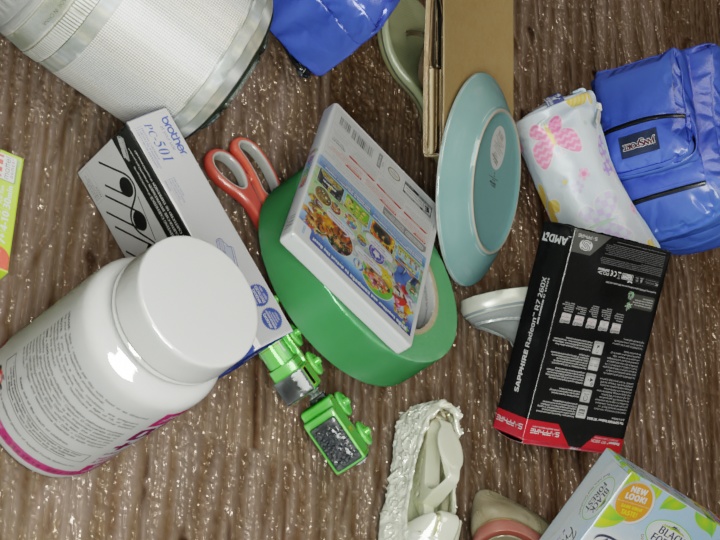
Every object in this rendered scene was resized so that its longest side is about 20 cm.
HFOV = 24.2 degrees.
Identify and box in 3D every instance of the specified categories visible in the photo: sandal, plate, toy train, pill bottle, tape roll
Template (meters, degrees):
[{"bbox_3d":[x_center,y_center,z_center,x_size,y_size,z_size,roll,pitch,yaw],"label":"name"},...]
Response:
[{"bbox_3d":[0.082,-0.184,1.645,0.080,0.057,0.201,-21,83,-43],"label":"sandal"},{"bbox_3d":[0.117,-0.083,1.557,0.200,0.026,0.201,6,90,-66],"label":"plate"},{"bbox_3d":[-0.057,0.078,1.358,0.200,0.042,0.056,55,12,-2],"label":"toy train"},{"bbox_3d":[-0.166,0.060,1.157,0.113,0.200,0.114,22,53,-32],"label":"pill bottle"},{"bbox_3d":[0.000,0.000,1.436,0.200,0.048,0.201,36,36,-32],"label":"tape roll"}]

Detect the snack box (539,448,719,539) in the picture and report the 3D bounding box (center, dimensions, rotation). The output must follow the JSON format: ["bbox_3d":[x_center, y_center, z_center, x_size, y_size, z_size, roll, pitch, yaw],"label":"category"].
[{"bbox_3d":[0.205,0.266,1.394,0.142,0.200,0.053,32,7,-26],"label":"snack box"}]

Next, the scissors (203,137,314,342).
[{"bbox_3d":[-0.068,-0.030,1.422,0.073,0.014,0.200,-12,65,-52],"label":"scissors"}]

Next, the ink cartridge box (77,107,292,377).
[{"bbox_3d":[-0.138,-0.017,1.307,0.044,0.094,0.200,-27,86,-40],"label":"ink cartridge box"}]

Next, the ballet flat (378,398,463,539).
[{"bbox_3d":[0.055,0.193,1.387,0.072,0.072,0.200,25,51,-30],"label":"ballet flat"}]

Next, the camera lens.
[{"bbox_3d":[-0.182,-0.210,1.337,0.200,0.160,0.160,35,46,-23],"label":"camera lens"}]

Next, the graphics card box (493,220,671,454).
[{"bbox_3d":[0.203,0.063,1.536,0.125,0.051,0.200,11,95,-33],"label":"graphics card box"}]

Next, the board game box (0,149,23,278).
[{"bbox_3d":[-0.342,-0.065,1.183,0.200,0.048,0.102,23,52,-32],"label":"board game box"}]

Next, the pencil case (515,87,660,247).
[{"bbox_3d":[0.226,-0.081,1.681,0.091,0.083,0.200,-23,92,-11],"label":"pencil case"}]

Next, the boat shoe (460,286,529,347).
[{"bbox_3d":[0.182,0.057,1.583,0.201,0.070,0.072,6,72,-35],"label":"boat shoe"}]

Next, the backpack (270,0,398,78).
[{"bbox_3d":[-0.040,-0.316,1.522,0.200,0.168,0.163,45,37,-14],"label":"backpack"}]

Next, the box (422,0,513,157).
[{"bbox_3d":[0.104,-0.186,1.575,0.200,0.021,0.164,-5,95,-66],"label":"box"}]

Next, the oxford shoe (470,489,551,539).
[{"bbox_3d":[0.171,0.254,1.457,0.200,0.070,0.075,42,22,-29],"label":"oxford shoe"}]

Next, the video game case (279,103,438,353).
[{"bbox_3d":[0.004,-0.039,1.414,0.143,0.018,0.200,45,32,-21],"label":"video game case"}]

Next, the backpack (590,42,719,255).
[{"bbox_3d":[0.322,-0.120,1.754,0.168,0.162,0.200,9,70,-49],"label":"backpack"}]
